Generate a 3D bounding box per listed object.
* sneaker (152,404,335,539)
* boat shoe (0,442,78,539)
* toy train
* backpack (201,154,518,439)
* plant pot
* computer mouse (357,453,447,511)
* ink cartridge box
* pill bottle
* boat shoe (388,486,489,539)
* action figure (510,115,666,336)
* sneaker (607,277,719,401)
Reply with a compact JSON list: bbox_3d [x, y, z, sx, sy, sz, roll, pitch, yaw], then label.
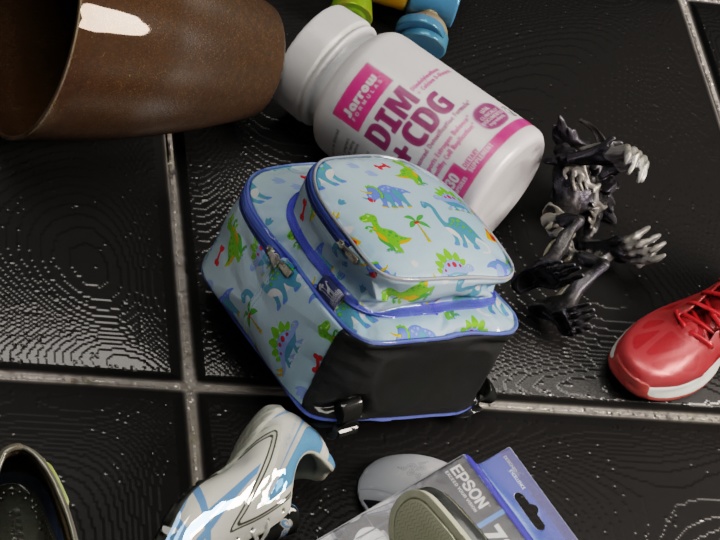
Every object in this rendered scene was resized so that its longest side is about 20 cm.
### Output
[{"bbox_3d":[-0.086,0.167,1.383,0.072,0.072,0.200,37,51,6],"label":"sneaker"},{"bbox_3d":[-0.205,0.201,1.314,0.072,0.060,0.202,-3,50,-21],"label":"boat shoe"},{"bbox_3d":[-0.005,-0.256,1.798,0.200,0.085,0.116,16,59,-4],"label":"toy train"},{"bbox_3d":[0.000,0.000,1.501,0.183,0.147,0.200,-4,40,-44],"label":"backpack"},{"bbox_3d":[-0.165,-0.178,1.612,0.200,0.187,0.187,7,45,-32],"label":"plant pot"},{"bbox_3d":[0.084,0.187,1.438,0.200,0.044,0.110,36,48,14],"label":"computer mouse"},{"bbox_3d":[0.046,0.193,1.384,0.200,0.039,0.099,-29,65,-19],"label":"ink cartridge box"},{"bbox_3d":[0.035,-0.116,1.652,0.200,0.113,0.113,36,48,16],"label":"pill bottle"},{"bbox_3d":[0.090,0.221,1.328,0.200,0.072,0.068,53,36,10],"label":"boat shoe"},{"bbox_3d":[0.187,-0.044,1.640,0.102,0.119,0.200,-3,44,29],"label":"action figure"},{"bbox_3d":[0.279,0.019,1.609,0.200,0.116,0.078,-28,62,-36],"label":"sneaker"}]
